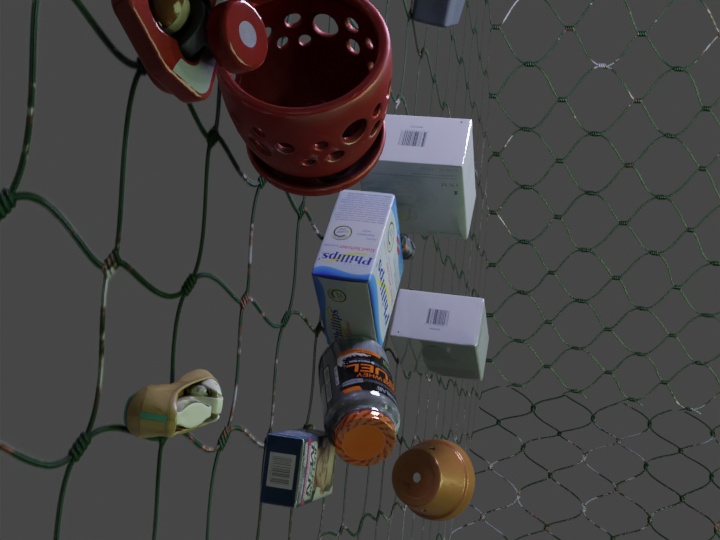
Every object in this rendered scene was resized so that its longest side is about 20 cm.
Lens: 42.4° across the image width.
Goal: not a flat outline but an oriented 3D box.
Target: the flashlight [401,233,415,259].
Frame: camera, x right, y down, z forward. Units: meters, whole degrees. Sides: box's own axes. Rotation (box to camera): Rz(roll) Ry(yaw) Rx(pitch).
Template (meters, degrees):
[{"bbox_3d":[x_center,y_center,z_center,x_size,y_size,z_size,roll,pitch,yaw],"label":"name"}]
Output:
[{"bbox_3d":[0.076,-0.052,1.921,0.200,0.067,0.069,24,71,-74],"label":"flashlight"}]

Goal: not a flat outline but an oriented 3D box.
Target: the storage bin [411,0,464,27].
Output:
[{"bbox_3d":[0.186,-0.606,2.024,0.200,0.143,0.136,-48,151,-66],"label":"storage bin"}]

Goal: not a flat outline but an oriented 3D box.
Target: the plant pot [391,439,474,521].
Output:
[{"bbox_3d":[0.167,0.515,2.295,0.140,0.197,0.204,25,70,-58],"label":"plant pot"}]

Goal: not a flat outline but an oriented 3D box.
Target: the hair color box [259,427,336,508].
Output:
[{"bbox_3d":[-0.090,0.299,1.423,0.200,0.059,0.102,27,69,-75],"label":"hair color box"}]

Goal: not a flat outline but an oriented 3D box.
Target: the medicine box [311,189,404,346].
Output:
[{"bbox_3d":[0.000,0.000,1.574,0.184,0.101,0.202,79,21,-48],"label":"medicine box"}]

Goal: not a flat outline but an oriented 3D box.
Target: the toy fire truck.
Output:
[{"bbox_3d":[-0.167,-0.267,0.851,0.168,0.111,0.203,38,55,-45],"label":"toy fire truck"}]

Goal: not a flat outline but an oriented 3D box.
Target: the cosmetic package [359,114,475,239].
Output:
[{"bbox_3d":[0.109,-0.173,1.736,0.201,0.196,0.124,76,24,-52],"label":"cosmetic package"}]

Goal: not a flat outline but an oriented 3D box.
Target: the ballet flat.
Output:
[{"bbox_3d":[-0.182,0.149,0.996,0.200,0.062,0.070,-9,105,-76],"label":"ballet flat"}]

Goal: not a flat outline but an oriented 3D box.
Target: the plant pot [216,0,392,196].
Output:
[{"bbox_3d":[-0.062,-0.201,1.086,0.183,0.197,0.203,88,14,-58],"label":"plant pot"}]

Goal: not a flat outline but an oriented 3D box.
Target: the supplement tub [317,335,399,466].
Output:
[{"bbox_3d":[-0.003,0.207,1.477,0.201,0.120,0.124,-103,-172,-58],"label":"supplement tub"}]

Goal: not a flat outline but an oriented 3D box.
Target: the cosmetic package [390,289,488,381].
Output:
[{"bbox_3d":[0.186,0.150,2.138,0.201,0.196,0.125,72,28,-58],"label":"cosmetic package"}]
